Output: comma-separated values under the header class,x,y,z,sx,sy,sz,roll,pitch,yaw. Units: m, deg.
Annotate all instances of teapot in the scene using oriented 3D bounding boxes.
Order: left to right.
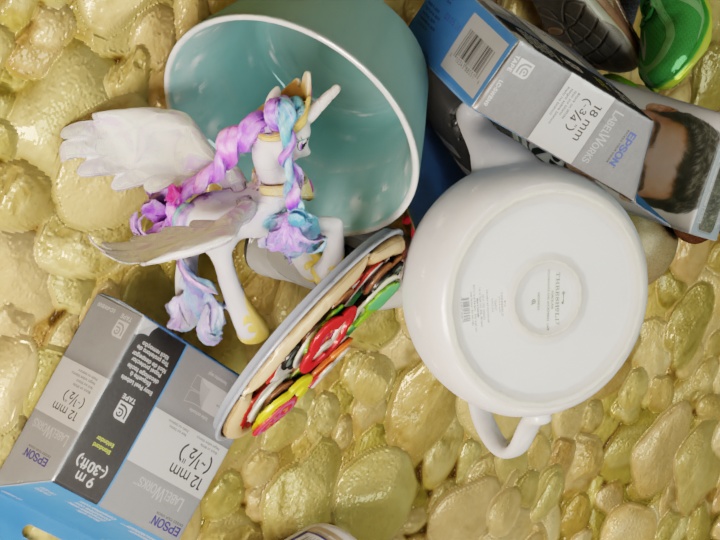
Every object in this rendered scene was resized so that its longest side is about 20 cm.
class,x,y,z,sx,sy,sz,roll,pitch,yaw
teapot,0.108,0.011,1.546,0.197,0.146,0.201,40,83,-23

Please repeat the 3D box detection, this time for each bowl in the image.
class,x,y,z,sx,sy,sz,roll,pitch,yaw
bowl,-0.030,-0.133,1.492,0.105,0.199,0.202,-59,139,-37

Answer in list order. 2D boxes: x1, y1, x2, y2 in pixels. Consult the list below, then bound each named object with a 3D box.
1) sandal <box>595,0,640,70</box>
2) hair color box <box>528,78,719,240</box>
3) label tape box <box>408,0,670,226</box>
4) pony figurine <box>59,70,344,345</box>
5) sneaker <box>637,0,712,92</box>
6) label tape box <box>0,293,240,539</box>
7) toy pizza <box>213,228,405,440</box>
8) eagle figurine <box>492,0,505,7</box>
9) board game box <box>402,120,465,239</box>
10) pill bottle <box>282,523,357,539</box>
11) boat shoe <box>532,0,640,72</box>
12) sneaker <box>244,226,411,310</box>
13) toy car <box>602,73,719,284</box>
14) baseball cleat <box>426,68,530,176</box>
class,x,y,z,sx,sy,sz,roll,pitch,yaw
sandal,0.223,-0.273,1.783,0.076,0.043,0.201,17,103,-39
hair color box,0.210,-0.103,1.709,0.060,0.199,0.100,11,99,-59
label tape box,0.143,-0.126,1.517,0.199,0.144,0.064,27,105,-31
pony figurine,-0.098,-0.040,1.441,0.191,0.167,0.201,-16,135,-10
sneaker,0.247,-0.243,1.719,0.083,0.074,0.202,16,73,-27
label tape box,-0.178,0.139,1.522,0.143,0.066,0.201,36,78,-46
toy pizza,-0.030,0.052,1.493,0.200,0.032,0.200,-48,172,-9
eagle figurine,0.042,-0.284,1.555,0.199,0.151,0.153,26,42,-18
board game box,0.072,-0.030,1.685,0.200,0.039,0.159,35,41,-45
pill bottle,-0.082,0.289,1.639,0.199,0.115,0.117,-25,122,-35
boat shoe,0.178,-0.241,1.712,0.200,0.075,0.072,46,64,-37
sneaker,0.000,0.000,1.628,0.199,0.087,0.075,10,98,-47
toy car,0.229,-0.048,1.829,0.200,0.158,0.164,-49,148,18
baseball cleat,0.114,-0.090,1.656,0.069,0.106,0.201,-34,108,-3
